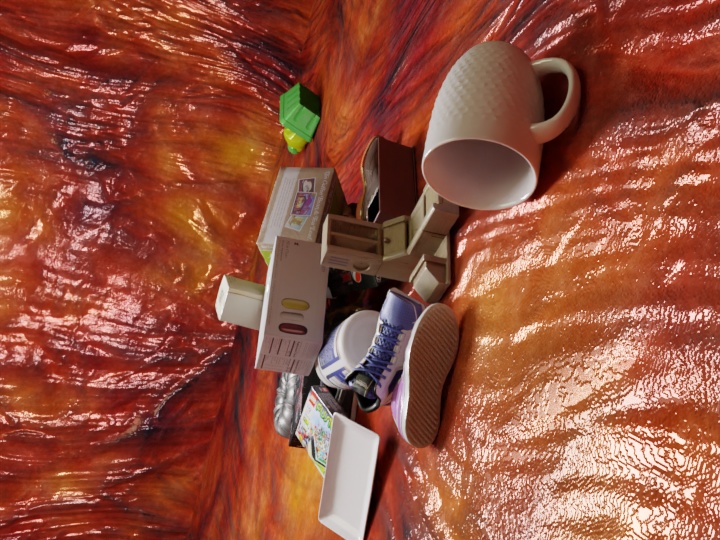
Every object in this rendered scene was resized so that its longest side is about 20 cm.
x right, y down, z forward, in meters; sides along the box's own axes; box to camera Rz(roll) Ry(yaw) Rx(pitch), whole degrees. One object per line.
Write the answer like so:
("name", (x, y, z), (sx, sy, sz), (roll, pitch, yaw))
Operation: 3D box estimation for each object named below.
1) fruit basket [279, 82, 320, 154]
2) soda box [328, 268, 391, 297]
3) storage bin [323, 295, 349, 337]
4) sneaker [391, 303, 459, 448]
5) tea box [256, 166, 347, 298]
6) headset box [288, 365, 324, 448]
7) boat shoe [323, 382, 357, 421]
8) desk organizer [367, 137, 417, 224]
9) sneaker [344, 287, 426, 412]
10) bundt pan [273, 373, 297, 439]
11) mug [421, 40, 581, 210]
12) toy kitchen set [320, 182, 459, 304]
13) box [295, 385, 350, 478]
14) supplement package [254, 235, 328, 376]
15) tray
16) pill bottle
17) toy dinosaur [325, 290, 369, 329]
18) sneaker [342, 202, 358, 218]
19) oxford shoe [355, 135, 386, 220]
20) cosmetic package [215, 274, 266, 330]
("fruit basket", (-0.223, -0.509, 2.651), (0.215, 0.154, 0.219), (-43, 31, 33))
("soda box", (0.000, 0.000, 1.450), (0.199, 0.062, 0.072), (-17, 95, 63))
("storage bin", (-0.089, 0.112, 1.722), (0.202, 0.091, 0.138), (-102, 29, -56))
("sneaker", (0.083, 0.143, 1.123), (0.114, 0.071, 0.206), (-155, 78, -77))
("tea box", (-0.110, -0.080, 1.631), (0.199, 0.130, 0.204), (72, -153, -54))
("headset box", (-0.098, 0.268, 1.607), (0.202, 0.073, 0.152), (111, 165, -55))
("boat shoe", (-0.038, 0.213, 1.504), (0.072, 0.066, 0.205), (132, 150, -62))
("desk organizer", (0.058, -0.151, 1.438), (0.072, 0.075, 0.204), (121, 157, -46))
("sneaker", (0.038, 0.140, 1.179), (0.114, 0.079, 0.204), (-26, -46, -57))
("bundt pan", (-0.157, 0.307, 1.836), (0.202, 0.074, 0.208), (-165, 89, -75))
("mug", (0.181, -0.196, 0.957), (0.197, 0.147, 0.179), (-11, 55, 40))
("toy kitchen set", (0.044, -0.042, 1.204), (0.201, 0.176, 0.167), (118, 158, -54))
("box", (-0.048, 0.313, 1.383), (0.200, 0.034, 0.112), (44, 122, 48))
("supplement package", (-0.127, 0.068, 1.443), (0.157, 0.108, 0.205), (115, 161, -58))
("tray", (-0.016, 0.349, 1.286), (0.106, 0.022, 0.206), (19, 106, 38))
("pill bottle", (-0.012, 0.149, 1.369), (0.200, 0.113, 0.119), (141, 140, -65))
("toy dinosaur", (-0.012, 0.083, 1.489), (0.200, 0.104, 0.062), (-115, 1, -79))
("sneaker", (-0.018, -0.053, 1.632), (0.085, 0.073, 0.204), (123, 155, -51))
("oxford shoe", (0.043, -0.183, 1.570), (0.072, 0.070, 0.206), (-11, 70, 52))
("cosmetic package", (-0.194, 0.079, 1.583), (0.104, 0.195, 0.075), (-137, 64, -67))
